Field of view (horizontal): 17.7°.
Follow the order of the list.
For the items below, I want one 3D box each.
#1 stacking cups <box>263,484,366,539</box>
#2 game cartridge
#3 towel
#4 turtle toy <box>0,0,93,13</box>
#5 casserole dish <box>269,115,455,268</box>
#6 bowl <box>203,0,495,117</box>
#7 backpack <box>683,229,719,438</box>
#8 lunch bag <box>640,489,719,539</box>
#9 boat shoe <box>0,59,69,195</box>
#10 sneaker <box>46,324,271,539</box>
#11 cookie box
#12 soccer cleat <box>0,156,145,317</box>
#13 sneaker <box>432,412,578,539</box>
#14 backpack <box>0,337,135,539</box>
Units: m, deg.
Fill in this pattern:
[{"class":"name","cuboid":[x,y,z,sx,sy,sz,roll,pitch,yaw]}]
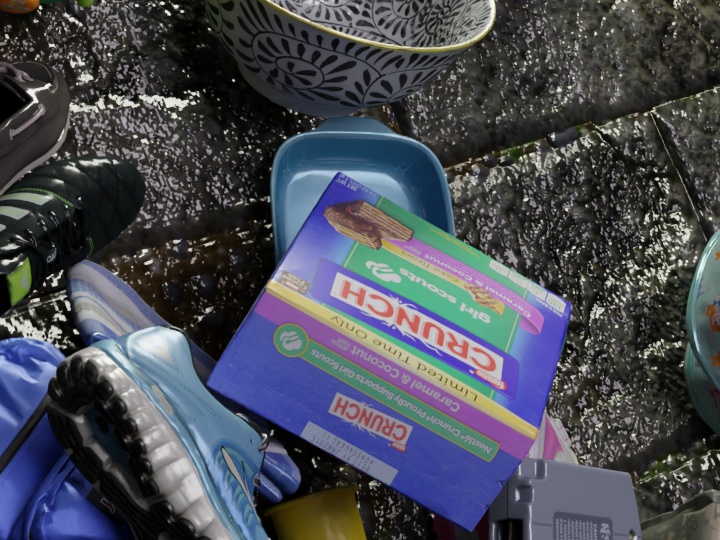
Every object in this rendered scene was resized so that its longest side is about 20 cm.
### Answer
[{"class":"stacking cups","cuboid":[-0.002,0.229,1.361,0.060,0.060,0.200,-7,76,-39]},{"class":"game cartridge","cuboid":[0.128,0.218,1.406,0.133,0.040,0.200,13,73,-46]},{"class":"towel","cuboid":[-0.103,0.057,1.291,0.147,0.200,0.024,40,92,-15]},{"class":"turtle toy","cuboid":[-0.221,-0.228,1.337,0.101,0.146,0.200,-37,114,-2]},{"class":"casserole dish","cuboid":[0.000,0.000,1.458,0.121,0.039,0.200,1,69,-19]},{"class":"bowl","cuboid":[-0.023,-0.160,1.468,0.201,0.094,0.201,15,34,-11]},{"class":"backpack","cuboid":[0.315,0.051,1.621,0.200,0.151,0.178,46,48,-22]},{"class":"lunch bag","cuboid":[0.273,0.258,1.525,0.200,0.118,0.164,22,58,-23]},{"class":"boat shoe","cuboid":[-0.212,-0.081,1.292,0.200,0.067,0.057,-65,157,-55]},{"class":"sneaker","cuboid":[-0.066,0.112,1.132,0.090,0.078,0.200,-35,100,-43]},{"class":"cookie box","cuboid":[0.023,0.042,1.323,0.171,0.075,0.200,30,24,-1]},{"class":"soccer cleat","cuboid":[-0.195,-0.009,1.288,0.200,0.081,0.068,-24,124,-33]},{"class":"sneaker","cuboid":[0.089,0.112,1.477,0.088,0.081,0.200,3,76,-41]},{"class":"backpack","cuboid":[-0.160,0.132,1.214,0.200,0.168,0.163,45,44,-13]}]
